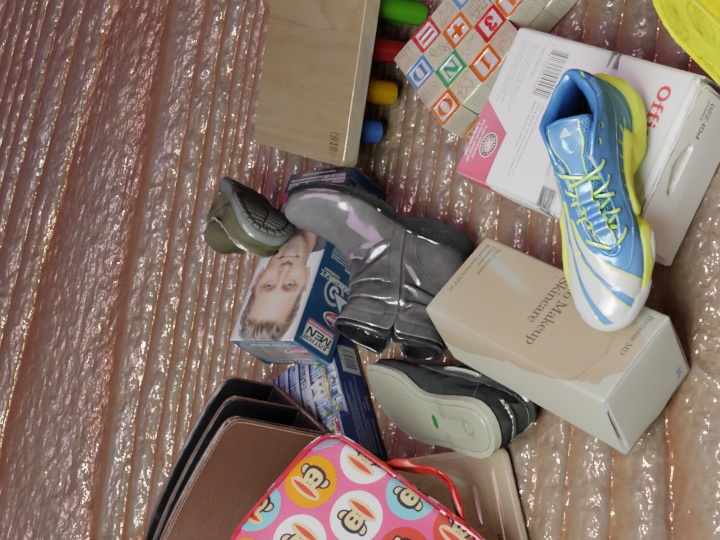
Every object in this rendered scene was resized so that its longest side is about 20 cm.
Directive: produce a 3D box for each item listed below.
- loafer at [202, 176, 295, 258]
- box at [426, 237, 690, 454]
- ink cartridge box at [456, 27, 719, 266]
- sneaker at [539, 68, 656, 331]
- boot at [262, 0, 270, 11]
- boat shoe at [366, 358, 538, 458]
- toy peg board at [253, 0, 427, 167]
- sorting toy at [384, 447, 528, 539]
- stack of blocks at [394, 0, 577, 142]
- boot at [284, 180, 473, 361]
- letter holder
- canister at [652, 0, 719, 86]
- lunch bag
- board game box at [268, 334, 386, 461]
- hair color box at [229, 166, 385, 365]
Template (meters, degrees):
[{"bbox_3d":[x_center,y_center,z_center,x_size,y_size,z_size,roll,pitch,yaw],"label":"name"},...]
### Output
[{"bbox_3d":[-0.120,-0.042,1.117,0.070,0.075,0.200,-62,17,7],"label":"loafer"},{"bbox_3d":[0.160,0.057,0.893,0.095,0.078,0.199,-48,43,-16],"label":"box"},{"bbox_3d":[0.201,-0.110,0.925,0.199,0.084,0.147,30,97,45],"label":"ink cartridge box"},{"bbox_3d":[0.168,-0.059,0.810,0.075,0.104,0.203,-13,68,39],"label":"sneaker"},{"bbox_3d":[-0.061,-0.403,1.282,0.200,0.072,0.168,-44,53,29],"label":"boot"},{"bbox_3d":[0.078,0.119,0.991,0.199,0.067,0.073,12,123,54],"label":"boat shoe"},{"bbox_3d":[-0.018,-0.223,1.171,0.199,0.097,0.202,23,108,55],"label":"toy peg board"},{"bbox_3d":[0.048,0.256,0.928,0.197,0.037,0.187,-10,63,-1],"label":"sorting toy"},{"bbox_3d":[0.136,-0.238,1.048,0.200,0.058,0.116,-48,49,21],"label":"stack of blocks"},{"bbox_3d":[0.000,0.000,1.015,0.198,0.070,0.133,17,65,14],"label":"boot"},{"bbox_3d":[-0.142,0.210,1.019,0.100,0.141,0.202,34,101,43],"label":"letter holder"},{"bbox_3d":[0.337,-0.225,0.792,0.199,0.087,0.149,-34,52,5],"label":"canister"},{"bbox_3d":[0.010,0.231,0.876,0.199,0.082,0.176,36,70,19],"label":"lunch bag"},{"bbox_3d":[-0.071,0.195,1.100,0.199,0.061,0.202,-36,54,29],"label":"board game box"},{"bbox_3d":[-0.053,-0.005,1.119,0.099,0.060,0.202,-4,60,43],"label":"hair color box"}]
